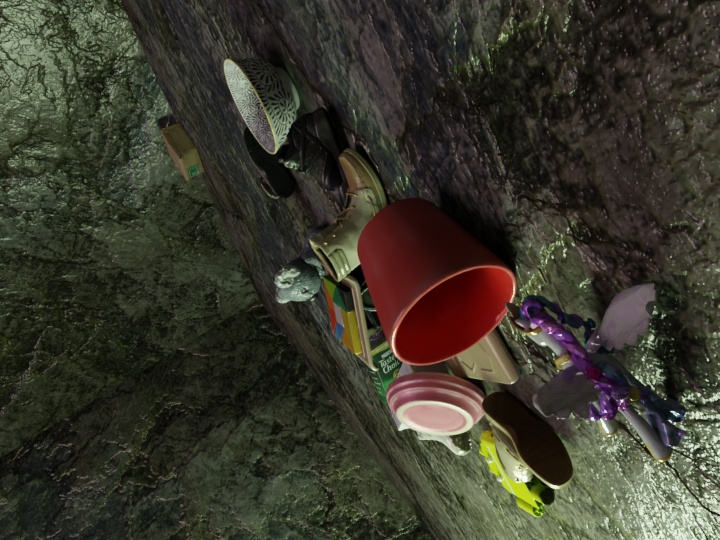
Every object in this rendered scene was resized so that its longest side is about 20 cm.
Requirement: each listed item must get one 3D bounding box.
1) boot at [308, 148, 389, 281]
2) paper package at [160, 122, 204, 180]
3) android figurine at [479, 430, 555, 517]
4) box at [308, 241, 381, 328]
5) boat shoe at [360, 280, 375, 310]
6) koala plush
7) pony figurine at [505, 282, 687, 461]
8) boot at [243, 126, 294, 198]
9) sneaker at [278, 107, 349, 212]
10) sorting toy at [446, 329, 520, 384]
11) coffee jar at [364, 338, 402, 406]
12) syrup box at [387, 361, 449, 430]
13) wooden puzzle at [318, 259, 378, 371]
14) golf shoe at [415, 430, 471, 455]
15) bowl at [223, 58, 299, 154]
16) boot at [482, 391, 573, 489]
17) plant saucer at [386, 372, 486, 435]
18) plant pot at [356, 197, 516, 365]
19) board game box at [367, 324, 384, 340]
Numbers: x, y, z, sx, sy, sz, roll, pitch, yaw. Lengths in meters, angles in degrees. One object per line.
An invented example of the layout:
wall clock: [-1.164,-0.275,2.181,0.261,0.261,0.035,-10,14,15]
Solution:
boot: [-0.027,-0.098,1.084,0.201,0.154,0.072,64,164,-19]
paper package: [-0.840,-0.560,2.891,0.191,0.103,0.200,54,163,17]
android figurine: [0.300,0.396,1.212,0.183,0.041,0.200,61,163,-8]
box: [0.000,0.000,1.283,0.201,0.104,0.182,62,163,-12]
boat shoe: [0.051,0.034,1.101,0.199,0.071,0.072,-29,96,47]
koala plush: [-0.130,0.006,1.525,0.185,0.199,0.178,56,165,10]
pony figurine: [0.252,0.108,0.651,0.200,0.167,0.193,44,174,-7]
boot: [-0.253,-0.279,1.616,0.205,0.073,0.154,61,167,-10]
sneaker: [-0.081,-0.189,1.137,0.076,0.113,0.201,-90,-22,-62]
sorting toy: [0.181,0.106,1.057,0.186,0.036,0.200,59,161,-2]
coffee jar: [0.061,0.231,1.532,0.201,0.104,0.085,62,162,-14]
syrup box: [0.123,0.259,1.317,0.201,0.078,0.082,105,149,-50]
wooden puzzle: [-0.031,0.087,1.214,0.185,0.037,0.202,28,135,65]
golf shoe: [0.177,0.366,1.408,0.078,0.098,0.200,14,-157,-37]
bowl: [-0.183,-0.345,1.222,0.201,0.094,0.201,52,163,23]
boot: [0.287,0.319,1.039,0.200,0.072,0.156,43,158,50]
plant saucer: [0.147,0.269,1.194,0.201,0.198,0.051,78,-161,-51]
plant pot: [0.092,0.006,0.872,0.178,0.199,0.201,58,168,38]
board game box: [0.040,0.122,1.331,0.200,0.119,0.033,176,87,-79]
